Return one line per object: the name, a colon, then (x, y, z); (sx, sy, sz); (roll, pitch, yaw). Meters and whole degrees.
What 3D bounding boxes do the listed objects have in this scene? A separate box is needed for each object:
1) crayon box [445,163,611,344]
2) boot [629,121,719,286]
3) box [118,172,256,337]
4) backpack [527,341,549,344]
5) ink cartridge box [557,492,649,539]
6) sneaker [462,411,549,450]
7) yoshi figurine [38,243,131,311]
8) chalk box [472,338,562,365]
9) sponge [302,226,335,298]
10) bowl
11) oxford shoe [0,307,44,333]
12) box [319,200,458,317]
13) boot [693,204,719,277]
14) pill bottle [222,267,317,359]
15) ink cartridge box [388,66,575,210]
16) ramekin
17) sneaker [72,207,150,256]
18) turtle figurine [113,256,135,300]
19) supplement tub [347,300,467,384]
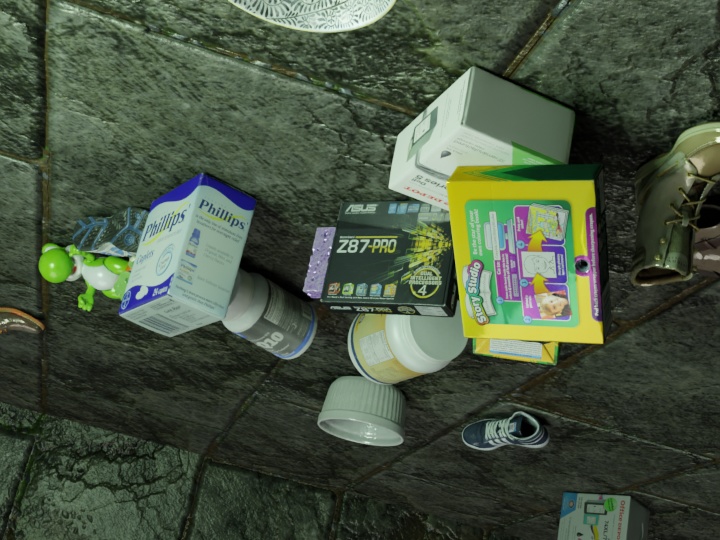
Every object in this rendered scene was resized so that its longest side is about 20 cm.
crayon box: (0.196, -0.019, 1.299); (0.170, 0.058, 0.203); (2, 115, 23)
boot: (0.379, -0.073, 1.308); (0.071, 0.157, 0.200); (17, 158, -14)
box: (-0.266, -0.020, 1.722); (0.104, 0.203, 0.183); (26, 154, -29)
backpack: (0.225, -0.029, 1.450); (0.125, 0.202, 0.168); (10, 138, -1)
ink cartridge box: (0.656, 0.691, 3.031); (0.198, 0.149, 0.146); (-5, 152, 36)
sneaker: (0.314, 0.354, 2.494); (0.197, 0.071, 0.109); (-3, 160, 17)
yoshi figurine: (-0.497, 0.005, 2.035); (0.197, 0.114, 0.112); (16, 159, 7)
chalk box: (0.240, 0.033, 1.631); (0.123, 0.126, 0.200); (6, -158, 16)
sponge: (0.013, -0.013, 1.710); (0.198, 0.113, 0.030); (-1, 153, 30)
bowl: (-0.051, -0.316, 1.032); (0.198, 0.095, 0.201); (11, 157, 4)
oxford shoe: (-0.812, 0.121, 2.532); (0.197, 0.074, 0.071); (13, 158, -3)
box: (0.051, -0.018, 1.611); (0.197, 0.163, 0.049); (2, 156, 28)
boot: (0.487, -0.036, 1.460); (0.198, 0.071, 0.146); (-4, 151, 34)
pill bottle: (-0.179, 0.073, 2.022); (0.113, 0.115, 0.199); (-8, 151, 41)
ink cartridge box: (0.142, -0.144, 1.357); (0.144, 0.085, 0.200); (19, 157, -17)
ramekin: (0.010, 0.312, 2.511); (0.197, 0.106, 0.201); (11, 159, 4)
sneaker: (-0.386, -0.062, 1.881); (0.198, 0.077, 0.077); (3, 174, 31)
turtle figurine: (-0.336, 0.036, 1.899); (0.198, 0.146, 0.194); (-15, -170, 26)
supplement tub: (0.082, 0.111, 1.932); (0.143, 0.146, 0.199); (22, 156, -24)
